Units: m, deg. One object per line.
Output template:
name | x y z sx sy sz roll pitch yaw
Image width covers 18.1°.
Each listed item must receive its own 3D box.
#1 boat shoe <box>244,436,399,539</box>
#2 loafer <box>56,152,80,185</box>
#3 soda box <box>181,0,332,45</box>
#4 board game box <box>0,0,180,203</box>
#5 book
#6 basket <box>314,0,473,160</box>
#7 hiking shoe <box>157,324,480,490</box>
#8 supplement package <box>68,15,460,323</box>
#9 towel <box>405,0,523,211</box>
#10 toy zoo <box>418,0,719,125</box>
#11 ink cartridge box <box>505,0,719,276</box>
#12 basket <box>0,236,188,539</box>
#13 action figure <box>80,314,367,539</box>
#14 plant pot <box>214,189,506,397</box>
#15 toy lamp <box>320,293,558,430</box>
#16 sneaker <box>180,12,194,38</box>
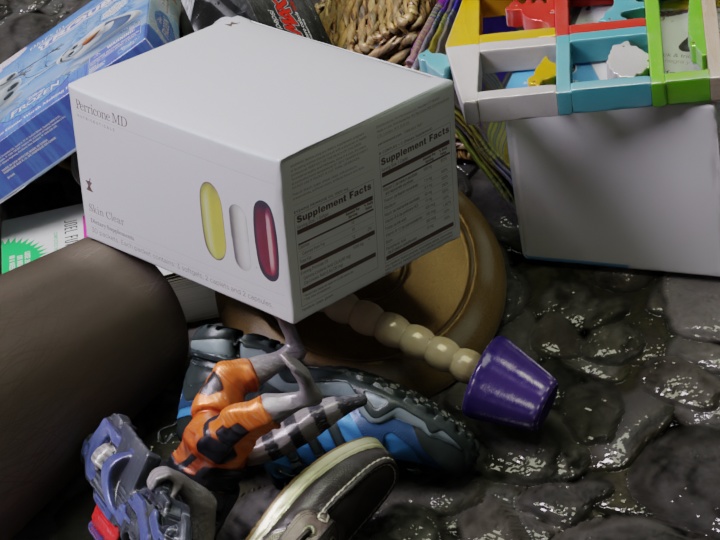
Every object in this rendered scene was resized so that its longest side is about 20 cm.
boat shoe | -0.040 0.182 1.342 0.065 0.073 0.200 32 65 32
loafer | -0.175 -0.081 1.644 0.072 0.073 0.200 -34 16 -9
soda box | -0.066 -0.157 1.632 0.070 0.063 0.201 8 43 -37
board game box | -0.224 -0.134 1.673 0.199 0.043 0.199 -33 21 11
book | -0.155 -0.011 1.613 0.198 0.048 0.134 -13 34 -1
basket | 0.051 -0.167 1.729 0.142 0.149 0.201 -28 29 34
hiking shoe | -0.023 0.102 1.437 0.198 0.074 0.087 19 91 11
supplement package | -0.061 -0.070 1.440 0.199 0.112 0.155 20 35 40
towel | 0.105 -0.145 1.640 0.023 0.144 0.201 -26 23 36
toy zoo | 0.136 -0.148 1.489 0.198 0.021 0.132 -5 40 9
ink cartridge box | 0.199 -0.120 1.572 0.145 0.147 0.201 5 42 19
basket | -0.214 0.072 1.447 0.135 0.182 0.200 20 37 31
action figure | -0.087 0.130 1.338 0.194 0.104 0.200 -50 27 8
plant pot | 0.000 0.000 1.521 0.198 0.028 0.201 0 59 0
toy lamp | 0.031 0.045 1.447 0.199 0.058 0.058 24 49 16
sneaker | -0.101 -0.134 1.706 0.082 0.072 0.201 16 30 -27
